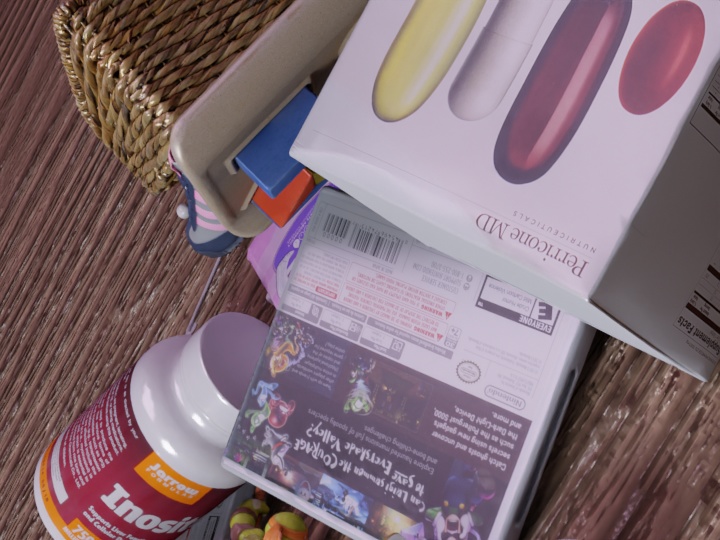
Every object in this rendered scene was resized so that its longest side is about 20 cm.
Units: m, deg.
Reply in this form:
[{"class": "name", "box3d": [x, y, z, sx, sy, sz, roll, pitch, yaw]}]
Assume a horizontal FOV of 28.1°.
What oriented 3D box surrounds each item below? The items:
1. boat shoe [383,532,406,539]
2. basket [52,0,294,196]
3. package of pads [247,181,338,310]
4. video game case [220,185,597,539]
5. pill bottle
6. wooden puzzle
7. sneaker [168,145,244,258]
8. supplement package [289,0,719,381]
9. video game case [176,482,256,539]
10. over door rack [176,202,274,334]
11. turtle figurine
[{"class": "boat shoe", "box3d": [0.007, 0.240, 0.755, 0.069, 0.071, 0.201, 19, 96, 22]}, {"class": "basket", "box3d": [-0.141, -0.180, 1.169, 0.200, 0.149, 0.143, -45, 0, -26]}, {"class": "package of pads", "box3d": [0.000, 0.000, 0.946, 0.121, 0.075, 0.200, -55, 30, 13]}, {"class": "video game case", "box3d": [0.024, 0.064, 0.814, 0.199, 0.023, 0.183, 22, 91, 36]}, {"class": "pill bottle", "box3d": [-0.132, 0.117, 0.994, 0.200, 0.113, 0.113, -42, 35, 35]}, {"class": "wooden puzzle", "box3d": [-0.013, -0.096, 0.797, 0.185, 0.046, 0.200, -45, -11, -4]}, {"class": "sneaker", "box3d": [-0.104, -0.071, 1.027, 0.200, 0.082, 0.071, 135, 143, -56]}, {"class": "supplement package", "box3d": [0.111, -0.088, 0.694, 0.191, 0.147, 0.201, 27, 89, 37]}, {"class": "video game case", "box3d": [-0.136, 0.165, 1.099, 0.200, 0.018, 0.144, -11, 58, 55]}, {"class": "over door rack", "box3d": [-0.088, -0.037, 1.134, 0.148, 0.066, 0.201, -29, 44, 48]}, {"class": "turtle figurine", "box3d": [-0.075, 0.214, 0.908, 0.162, 0.064, 0.200, -57, 29, 12]}]
